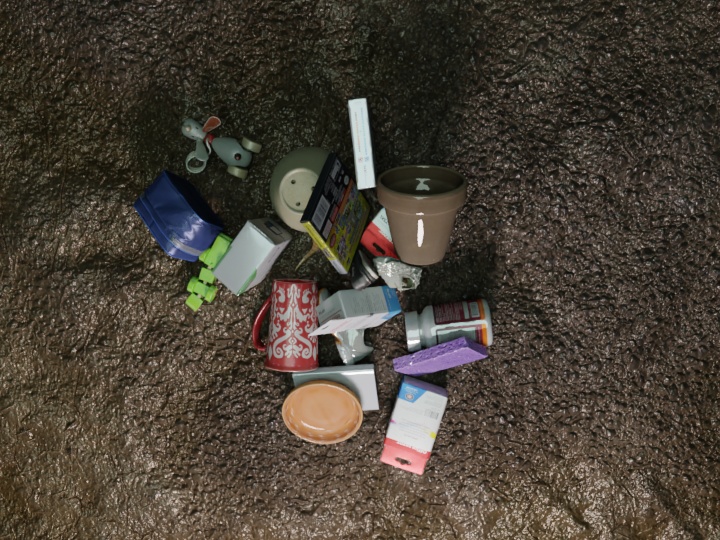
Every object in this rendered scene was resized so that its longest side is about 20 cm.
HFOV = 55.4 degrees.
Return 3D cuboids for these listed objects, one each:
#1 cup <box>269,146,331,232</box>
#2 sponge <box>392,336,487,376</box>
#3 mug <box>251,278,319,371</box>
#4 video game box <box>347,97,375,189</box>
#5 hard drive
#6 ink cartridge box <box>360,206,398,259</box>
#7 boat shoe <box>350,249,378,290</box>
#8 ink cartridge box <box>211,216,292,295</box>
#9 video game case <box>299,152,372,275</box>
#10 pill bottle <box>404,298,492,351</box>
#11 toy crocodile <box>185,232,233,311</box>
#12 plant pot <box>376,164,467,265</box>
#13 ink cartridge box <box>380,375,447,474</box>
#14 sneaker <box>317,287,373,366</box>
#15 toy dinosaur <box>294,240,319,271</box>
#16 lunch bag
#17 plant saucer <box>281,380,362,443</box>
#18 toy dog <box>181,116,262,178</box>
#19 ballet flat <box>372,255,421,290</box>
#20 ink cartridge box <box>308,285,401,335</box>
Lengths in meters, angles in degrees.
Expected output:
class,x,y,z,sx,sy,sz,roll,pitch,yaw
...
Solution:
class,x,y,z,sx,sy,sz,roll,pitch,yaw
cup,-0.125,-0.183,1.573,0.195,0.143,0.206,1,98,5
sponge,0.183,0.202,1.581,0.197,0.111,0.030,-22,62,31
mug,-0.180,0.124,1.627,0.173,0.133,0.205,4,95,2
video game box,0.008,-0.277,1.521,0.046,0.200,0.187,-4,98,4
hard drive,-0.058,0.289,1.663,0.195,0.027,0.134,-5,124,5
ink cartridge box,0.093,-0.109,1.602,0.116,0.067,0.201,39,99,-3
boat shoe,0.000,0.000,1.556,0.057,0.200,0.067,-40,98,4
ink cartridge box,-0.244,-0.038,1.574,0.087,0.200,0.146,38,100,2
video game case,-0.049,-0.124,1.517,0.025,0.203,0.182,-5,139,33
pill bottle,0.204,0.132,1.603,0.195,0.110,0.112,-7,97,5
toy crocodile,-0.366,0.006,1.664,0.066,0.062,0.204,24,94,1
plant pot,0.131,-0.116,1.487,0.195,0.201,0.178,1,118,4
ink cartridge box,0.127,0.372,1.656,0.114,0.067,0.204,18,99,3
sneaker,-0.035,0.125,1.649,0.090,0.076,0.203,-25,102,0
toy dinosaur,-0.090,-0.074,1.613,0.104,0.201,0.062,-6,64,-22
lunch bag,-0.432,-0.124,1.595,0.132,0.136,0.201,-44,69,8
plant saucer,-0.091,0.337,1.660,0.195,0.038,0.204,1,125,1
toy dog,-0.332,-0.288,1.599,0.195,0.096,0.135,6,98,4
ballet flat,0.089,0.011,1.553,0.070,0.199,0.074,-4,81,29
ink cartridge box,-0.021,0.090,1.557,0.196,0.115,0.068,-5,71,-35
